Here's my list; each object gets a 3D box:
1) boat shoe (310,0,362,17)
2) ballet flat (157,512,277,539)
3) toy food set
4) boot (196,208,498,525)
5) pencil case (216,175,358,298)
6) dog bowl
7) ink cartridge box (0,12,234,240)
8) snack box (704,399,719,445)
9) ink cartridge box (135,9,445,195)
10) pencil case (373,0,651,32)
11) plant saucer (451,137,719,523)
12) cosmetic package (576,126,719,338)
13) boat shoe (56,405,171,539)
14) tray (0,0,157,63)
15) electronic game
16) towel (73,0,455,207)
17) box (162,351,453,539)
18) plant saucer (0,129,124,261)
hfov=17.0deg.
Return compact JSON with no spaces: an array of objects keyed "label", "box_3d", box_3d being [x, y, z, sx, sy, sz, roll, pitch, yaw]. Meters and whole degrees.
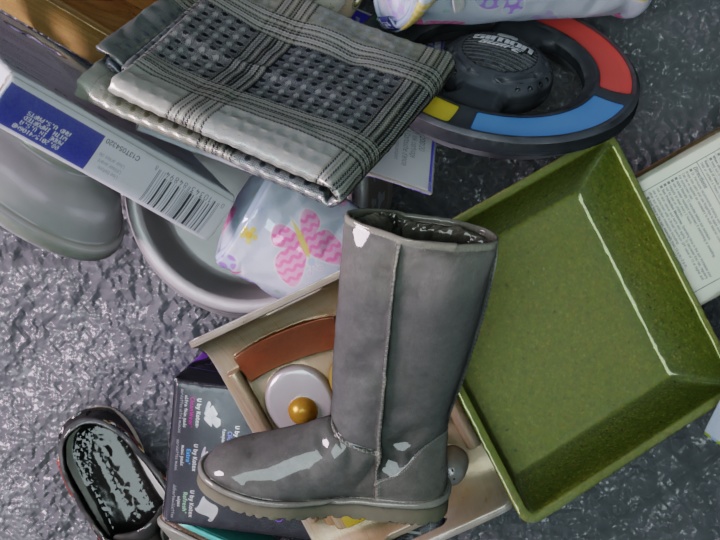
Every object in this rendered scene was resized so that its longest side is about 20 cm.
[{"label":"boat shoe","box_3d":[0.005,-0.259,1.688,0.072,0.065,0.201,9,62,33]},{"label":"ballet flat","box_3d":[-0.056,0.224,1.734,0.199,0.067,0.064,15,101,-13]},{"label":"toy food set","box_3d":[-0.005,0.101,1.603,0.143,0.060,0.201,-26,103,10]},{"label":"boot","box_3d":[-0.010,0.059,1.524,0.181,0.073,0.201,1,120,-6]},{"label":"pencil case","box_3d":[0.000,0.000,1.656,0.199,0.083,0.091,29,84,-10]},{"label":"dog bowl","box_3d":[-0.078,-0.059,1.734,0.199,0.059,0.201,1,96,6]},{"label":"ink cartridge box","box_3d":[-0.202,-0.113,1.612,0.196,0.200,0.043,29,98,-38]},{"label":"snack box","box_3d":[0.319,0.026,1.617,0.053,0.142,0.201,36,128,22]},{"label":"ink cartridge box","box_3d":[-0.043,-0.129,1.651,0.199,0.199,0.044,20,126,-9]},{"label":"pencil case","box_3d":[0.105,-0.209,1.646,0.199,0.091,0.084,-5,95,-24]},{"label":"plant saucer","box_3d":[0.130,0.040,1.619,0.199,0.048,0.201,-29,93,-27]},{"label":"cosmetic package","box_3d":[0.251,-0.042,1.693,0.199,0.071,0.106,-28,92,8]},{"label":"boat shoe","box_3d":[-0.156,0.192,1.764,0.073,0.063,0.202,-32,92,5]},{"label":"tray","box_3d":[-0.199,-0.205,1.715,0.199,0.099,0.037,31,136,2]},{"label":"electronic game","box_3d":[0.093,-0.137,1.647,0.199,0.200,0.042,12,125,5]},{"label":"towel","box_3d":[-0.059,-0.130,1.553,0.199,0.193,0.035,23,130,15]},{"label":"box","box_3d":[-0.030,0.128,1.712,0.199,0.122,0.107,6,99,6]},{"label":"plant saucer","box_3d":[-0.232,-0.093,1.673,0.200,0.200,0.050,44,109,1]}]
